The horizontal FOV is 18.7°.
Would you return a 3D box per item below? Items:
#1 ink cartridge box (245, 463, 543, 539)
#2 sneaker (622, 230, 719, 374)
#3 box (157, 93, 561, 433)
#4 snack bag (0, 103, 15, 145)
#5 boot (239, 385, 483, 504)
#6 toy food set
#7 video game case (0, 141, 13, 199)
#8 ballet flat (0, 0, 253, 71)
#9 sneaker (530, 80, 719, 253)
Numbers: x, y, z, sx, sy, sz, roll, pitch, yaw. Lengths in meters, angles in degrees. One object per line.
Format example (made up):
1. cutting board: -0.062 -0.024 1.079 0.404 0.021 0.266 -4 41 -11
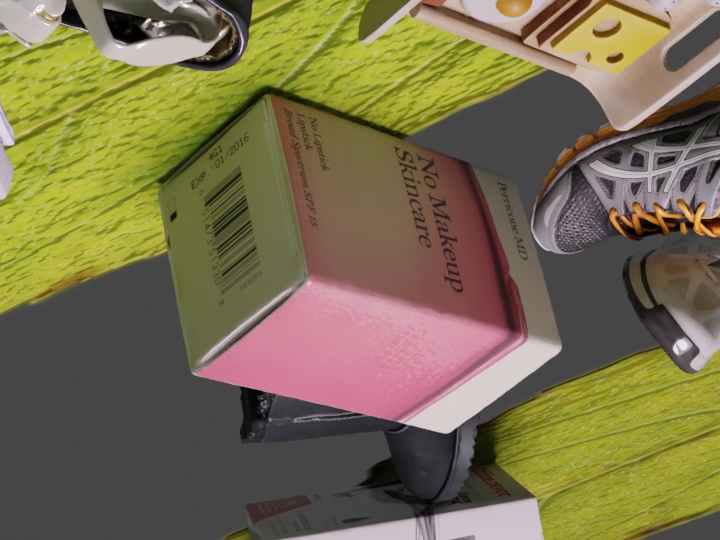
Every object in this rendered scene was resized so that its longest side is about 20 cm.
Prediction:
1. ink cartridge box: 0.025 0.204 1.589 0.199 0.083 0.147 -9 -174 -8
2. sneaker: 0.230 -0.014 1.318 0.115 0.076 0.200 -37 -178 25
3. box: 0.000 0.000 1.253 0.199 0.129 0.109 15 139 -40
4. snack bag: -0.265 -0.121 1.002 0.187 0.022 0.200 5 150 6
5. boot: -0.002 0.093 1.465 0.161 0.074 0.199 -6 143 -16
6. toy food set: 0.116 -0.138 1.135 0.199 0.061 0.143 16 139 -39
7. video game case: -0.270 -0.098 1.001 0.181 0.022 0.200 4 151 10
8. ballet flat: -0.134 -0.135 1.036 0.199 0.073 0.073 13 141 -36
9. sneaker: 0.190 -0.053 1.289 0.199 0.078 0.078 -27 149 25
